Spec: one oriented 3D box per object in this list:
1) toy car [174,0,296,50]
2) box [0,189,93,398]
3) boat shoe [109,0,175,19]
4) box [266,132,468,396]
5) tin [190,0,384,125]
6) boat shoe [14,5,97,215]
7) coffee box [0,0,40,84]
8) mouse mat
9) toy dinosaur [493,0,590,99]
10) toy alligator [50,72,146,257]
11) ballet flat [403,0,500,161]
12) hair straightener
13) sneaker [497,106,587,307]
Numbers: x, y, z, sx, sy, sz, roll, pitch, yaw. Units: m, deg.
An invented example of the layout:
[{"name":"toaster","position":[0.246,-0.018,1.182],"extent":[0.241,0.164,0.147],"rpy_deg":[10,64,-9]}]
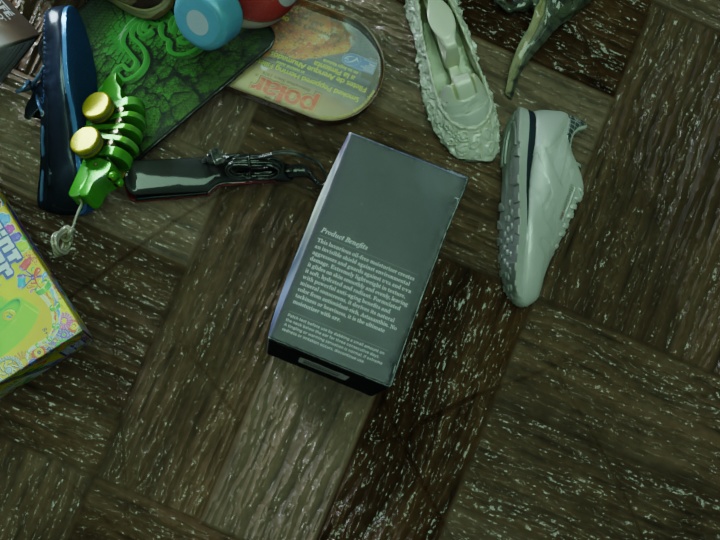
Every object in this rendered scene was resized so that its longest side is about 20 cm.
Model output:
[{"name":"toy car","position":[-0.100,-0.338,1.289],"extent":[0.177,0.200,0.184],"rpy_deg":[45,47,-2]},{"name":"box","position":[-0.385,0.028,1.314],"extent":[0.192,0.122,0.200],"rpy_deg":[-33,87,-9]},{"name":"boat shoe","position":[-0.275,-0.304,1.369],"extent":[0.199,0.072,0.072],"rpy_deg":[26,86,15]},{"name":"box","position":[0.000,0.000,1.312],"extent":[0.123,0.200,0.199],"rpy_deg":[22,81,-2]},{"name":"tin","position":[-0.074,-0.215,1.411],"extent":[0.199,0.042,0.112],"rpy_deg":[21,78,-2]},{"name":"boat shoe","position":[-0.296,-0.153,1.358],"extent":[0.068,0.084,0.201],"rpy_deg":[-3,89,14]},{"name":"coffee box","position":[-0.406,-0.214,1.299],"extent":[0.114,0.200,0.080],"rpy_deg":[47,120,0]},{"name":"mouse mat","position":[-0.202,-0.223,1.390],"extent":[0.200,0.008,0.161],"rpy_deg":[-40,82,3]},{"name":"toy dinosaur","position":[0.186,-0.279,1.439],"extent":[0.088,0.047,0.200],"rpy_deg":[41,85,-6]},{"name":"toy alligator","position":[-0.238,-0.101,1.328],"extent":[0.054,0.059,0.201],"rpy_deg":[0,61,22]},{"name":"ballet flat","position":[0.089,-0.203,1.410],"extent":[0.071,0.072,0.201],"rpy_deg":[-19,86,-7]},{"name":"hair straightener","position":[-0.130,-0.092,1.371],"extent":[0.199,0.077,0.041],"rpy_deg":[1,81,-5]},{"name":"sneaker","position":[0.182,-0.062,1.401],"extent":[0.080,0.076,0.201],"rpy_deg":[7,84,-14]}]
